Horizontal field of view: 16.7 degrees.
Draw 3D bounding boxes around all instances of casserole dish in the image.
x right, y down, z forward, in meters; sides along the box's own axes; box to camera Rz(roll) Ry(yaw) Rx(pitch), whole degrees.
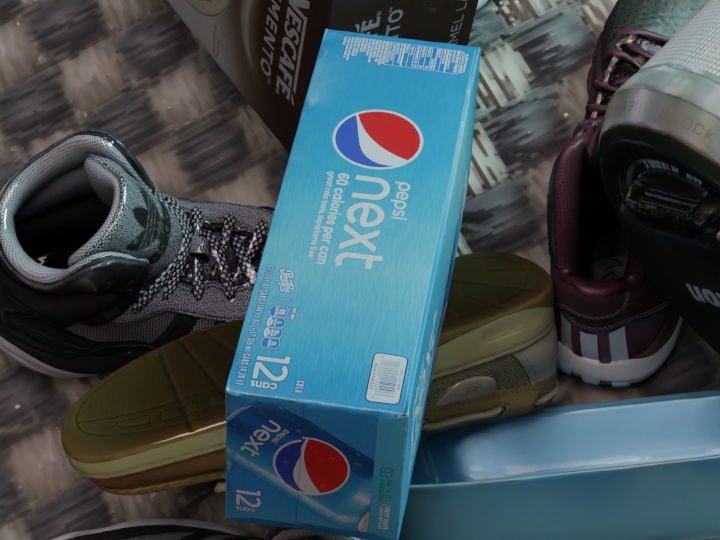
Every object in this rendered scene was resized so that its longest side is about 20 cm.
[{"bbox_3d":[0.094,0.079,0.938,0.199,0.121,0.039,-8,98,12],"label":"casserole dish"}]

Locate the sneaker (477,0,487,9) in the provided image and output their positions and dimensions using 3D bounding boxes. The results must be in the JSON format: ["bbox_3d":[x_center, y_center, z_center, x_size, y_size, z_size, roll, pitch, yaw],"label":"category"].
[{"bbox_3d":[0.056,-0.203,1.075,0.075,0.082,0.200,24,77,17],"label":"sneaker"}]

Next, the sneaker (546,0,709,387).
[{"bbox_3d":[0.120,-0.061,0.989,0.075,0.116,0.201,9,69,12],"label":"sneaker"}]

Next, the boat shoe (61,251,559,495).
[{"bbox_3d":[-0.015,0.052,0.947,0.200,0.063,0.073,-20,31,-18],"label":"boat shoe"}]

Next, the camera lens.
[{"bbox_3d":[0.197,-0.056,0.874,0.200,0.160,0.160,-44,68,-12],"label":"camera lens"}]

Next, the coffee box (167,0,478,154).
[{"bbox_3d":[-0.037,-0.157,1.032,0.080,0.115,0.200,-21,54,-26],"label":"coffee box"}]

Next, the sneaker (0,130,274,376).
[{"bbox_3d":[-0.065,-0.004,0.985,0.199,0.114,0.076,-2,67,7],"label":"sneaker"}]

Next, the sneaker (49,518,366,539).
[{"bbox_3d":[-0.049,0.126,0.933,0.199,0.114,0.076,6,73,10],"label":"sneaker"}]

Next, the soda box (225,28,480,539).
[{"bbox_3d":[0.000,0.000,0.894,0.064,0.068,0.200,8,44,6],"label":"soda box"}]
